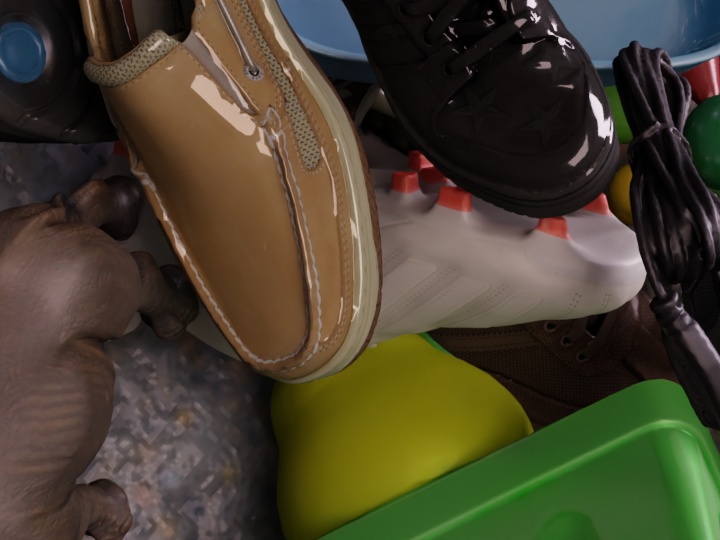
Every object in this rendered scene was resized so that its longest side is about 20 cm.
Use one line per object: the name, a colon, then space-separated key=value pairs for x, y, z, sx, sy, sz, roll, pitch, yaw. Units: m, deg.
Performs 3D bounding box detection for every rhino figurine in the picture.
rhino figurine: x=-0.112 y=0.068 z=0.921 sx=0.087 sy=0.060 sz=0.201 roll=-2 pitch=110 yaw=-65

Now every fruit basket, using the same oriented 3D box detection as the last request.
fruit basket: x=0.032 y=0.111 z=0.969 sx=0.216 sy=0.215 sz=0.156 roll=-43 pitch=125 yaw=-25

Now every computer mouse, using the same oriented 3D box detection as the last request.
computer mouse: x=0.131 y=0.031 z=0.925 sx=0.046 sy=0.141 sz=0.201 roll=-17 pitch=116 yaw=12

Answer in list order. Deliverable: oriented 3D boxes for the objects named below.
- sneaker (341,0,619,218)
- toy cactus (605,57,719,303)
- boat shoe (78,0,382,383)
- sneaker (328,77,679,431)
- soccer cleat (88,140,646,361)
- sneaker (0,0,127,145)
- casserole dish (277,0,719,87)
sneaker: x=0.008 y=-0.111 z=0.883 sx=0.060 sy=0.104 sz=0.200 roll=-32 pitch=65 yaw=-3
toy cactus: x=0.170 y=-0.015 z=1.012 sx=0.102 sy=0.165 sz=0.200 roll=-32 pitch=80 yaw=-39
boat shoe: x=-0.056 y=-0.058 z=0.894 sx=0.076 sy=0.071 sz=0.201 roll=-8 pitch=75 yaw=-61
sneaker: x=0.047 y=0.000 z=1.022 sx=0.200 sy=0.075 sz=0.071 roll=32 pitch=70 yaw=-19
soccer cleat: x=0.000 y=0.000 z=0.952 sx=0.069 sy=0.199 sz=0.078 roll=-28 pitch=123 yaw=-62
sneaker: x=-0.152 y=-0.078 z=0.922 sx=0.199 sy=0.082 sz=0.074 roll=8 pitch=77 yaw=-34
casserole dish: x=0.041 y=-0.114 z=0.984 sx=0.199 sy=0.039 sz=0.122 roll=0 pitch=65 yaw=-16
